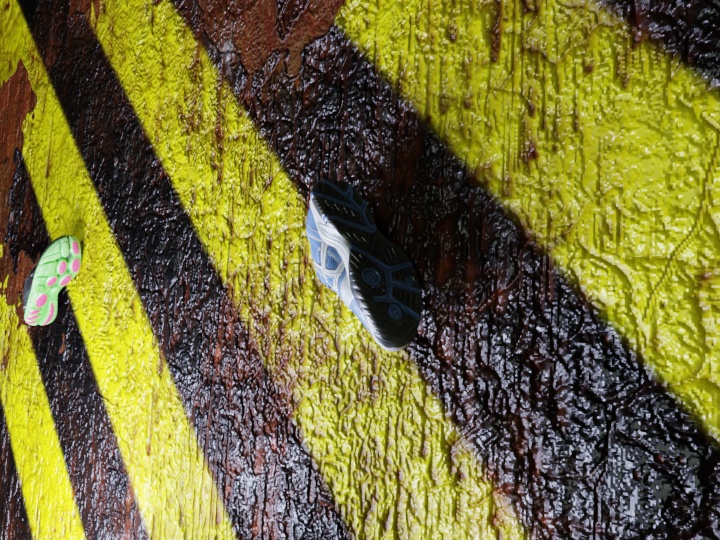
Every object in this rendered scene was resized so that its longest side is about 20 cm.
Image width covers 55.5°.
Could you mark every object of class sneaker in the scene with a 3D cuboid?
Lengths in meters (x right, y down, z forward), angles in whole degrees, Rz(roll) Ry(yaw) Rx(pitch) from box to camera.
[{"bbox_3d":[-0.572,0.009,1.243,0.201,0.076,0.084,-53,56,23],"label":"sneaker"},{"bbox_3d":[0.000,0.000,0.711,0.202,0.075,0.077,64,147,29],"label":"sneaker"}]
